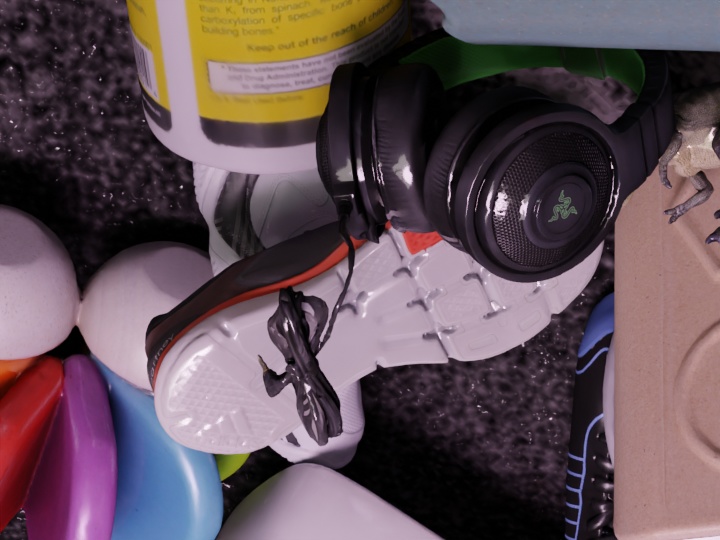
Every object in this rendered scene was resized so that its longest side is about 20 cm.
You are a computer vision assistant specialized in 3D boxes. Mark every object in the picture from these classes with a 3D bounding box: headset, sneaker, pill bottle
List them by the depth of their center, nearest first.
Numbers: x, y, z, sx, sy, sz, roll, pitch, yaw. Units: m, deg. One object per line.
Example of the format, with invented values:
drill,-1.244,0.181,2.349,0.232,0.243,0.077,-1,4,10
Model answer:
headset,0.035,-0.026,0.800,0.123,0.200,0.094,15,132,37
pill bottle,-0.040,-0.149,0.846,0.114,0.114,0.201,5,127,13
sneaker,0.000,0.000,0.882,0.199,0.082,0.077,-21,120,-13
sneaker,0.001,0.006,0.972,0.114,0.075,0.201,-1,122,20
sneaker,0.128,0.106,1.007,0.070,0.078,0.201,4,127,14

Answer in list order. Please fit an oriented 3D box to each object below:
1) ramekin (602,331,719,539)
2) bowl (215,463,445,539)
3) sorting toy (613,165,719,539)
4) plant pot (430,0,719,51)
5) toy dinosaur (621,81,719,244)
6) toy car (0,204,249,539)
ramekin,0.199,0.070,0.906,0.199,0.098,0.202,2,105,7
bowl,0.008,0.193,1.059,0.199,0.075,0.200,35,153,-2
sorting toy,0.186,0.007,0.813,0.199,0.186,0.036,-12,150,29
plant pot,0.121,-0.158,0.754,0.195,0.200,0.201,-1,126,26
toy dinosaur,0.160,-0.049,0.805,0.199,0.088,0.047,-24,134,17
toy car,-0.143,0.078,1.005,0.199,0.150,0.175,12,129,-14
